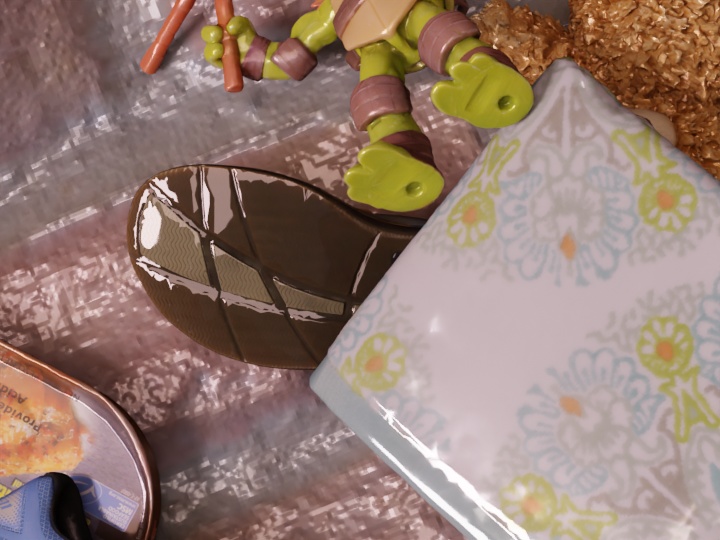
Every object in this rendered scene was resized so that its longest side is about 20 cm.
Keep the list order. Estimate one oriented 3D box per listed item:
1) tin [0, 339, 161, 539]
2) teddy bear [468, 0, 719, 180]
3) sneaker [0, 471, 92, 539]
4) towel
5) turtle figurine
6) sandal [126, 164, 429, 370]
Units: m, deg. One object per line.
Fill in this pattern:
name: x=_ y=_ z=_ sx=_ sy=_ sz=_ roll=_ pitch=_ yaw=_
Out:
tin: x=-0.179 y=0.079 z=0.946 sx=0.200 sy=0.042 sz=0.112 roll=28 pitch=84 yaw=7
teddy bear: x=0.122 y=-0.109 z=0.921 sx=0.145 sy=0.067 sz=0.200 roll=22 pitch=87 yaw=9
sneaker: x=-0.087 y=0.153 z=0.861 sx=0.089 sy=0.079 sz=0.200 roll=-42 pitch=66 yaw=-7
towel: x=0.099 y=0.042 z=0.856 sx=0.200 sy=0.048 sz=0.171 roll=42 pitch=98 yaw=19
turtle figurine: x=0.005 y=-0.097 z=0.914 sx=0.200 sy=0.064 sz=0.161 roll=-32 pitch=46 yaw=12
sandal: x=0.000 y=0.000 z=0.932 sx=0.200 sy=0.055 sz=0.082 roll=5 pitch=99 yaw=-9
